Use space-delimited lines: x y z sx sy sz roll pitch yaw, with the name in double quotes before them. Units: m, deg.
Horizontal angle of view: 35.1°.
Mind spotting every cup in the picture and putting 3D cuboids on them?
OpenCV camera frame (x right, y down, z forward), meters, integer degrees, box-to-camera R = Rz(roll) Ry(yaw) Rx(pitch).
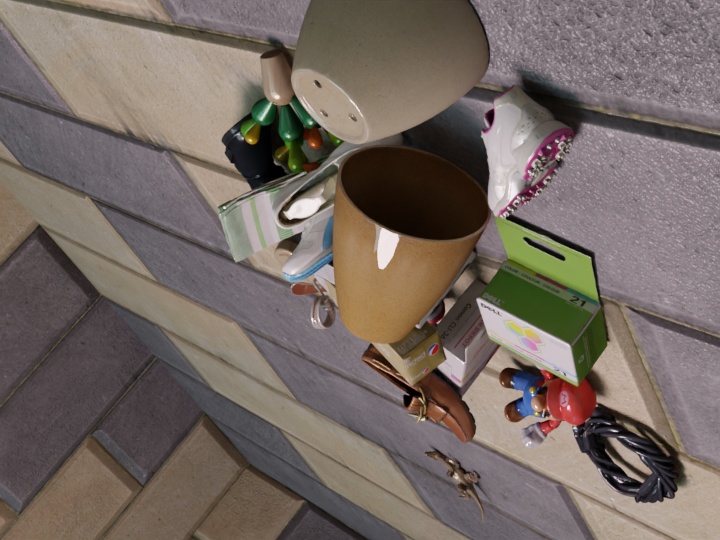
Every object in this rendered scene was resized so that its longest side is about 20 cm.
"cup" 0.011 -0.216 1.167 0.199 0.144 0.201 35 160 15

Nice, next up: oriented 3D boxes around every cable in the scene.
"cable" 0.399 0.279 1.682 0.162 0.051 0.201 17 148 39

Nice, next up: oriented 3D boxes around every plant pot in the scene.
"plant pot" 0.042 -0.015 1.371 0.185 0.186 0.201 32 130 21

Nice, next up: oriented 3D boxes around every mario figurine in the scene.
"mario figurine" 0.254 0.183 1.647 0.124 0.106 0.200 46 162 -12

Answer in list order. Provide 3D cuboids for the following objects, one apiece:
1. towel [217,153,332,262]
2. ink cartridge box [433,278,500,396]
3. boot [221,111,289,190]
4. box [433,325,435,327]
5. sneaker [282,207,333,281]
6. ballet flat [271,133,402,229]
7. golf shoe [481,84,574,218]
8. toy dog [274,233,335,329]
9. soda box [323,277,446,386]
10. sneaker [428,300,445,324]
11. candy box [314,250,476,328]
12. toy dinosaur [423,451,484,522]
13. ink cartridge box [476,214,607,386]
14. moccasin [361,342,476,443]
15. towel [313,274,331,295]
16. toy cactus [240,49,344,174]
"towel" -0.097 -0.087 1.595 0.024 0.198 0.153 61 171 26
"ink cartridge box" 0.153 0.093 1.620 0.067 0.117 0.201 35 159 16
"boot" -0.126 -0.139 1.666 0.169 0.076 0.200 51 168 1
"box" 0.085 0.118 1.904 0.199 0.051 0.158 40 161 1
"sneaker" -0.041 -0.070 1.504 0.081 0.200 0.077 41 168 1
"ballet flat" -0.030 -0.109 1.420 0.070 0.199 0.070 48 -157 -28
"golf shoe" 0.165 -0.125 1.210 0.092 0.075 0.200 52 161 13
"toy dog" -0.087 -0.012 1.849 0.096 0.132 0.202 5 124 41
"soda box" 0.033 0.065 1.568 0.200 0.064 0.068 46 165 40
"sneaker" 0.051 0.034 1.754 0.113 0.071 0.199 49 163 -32
"candy box" 0.038 -0.024 1.548 0.199 0.137 0.061 26 158 34
"toy dinosaur" 0.219 0.444 2.392 0.200 0.058 0.101 49 176 -1
"ink cartridge box" 0.221 0.038 1.428 0.147 0.076 0.201 28 159 32
"moccasin" 0.085 0.177 1.633 0.201 0.078 0.074 46 161 -11
"towel" 0.000 0.000 1.693 0.200 0.030 0.150 43 136 32
"toy cactus" -0.086 -0.208 1.488 0.199 0.102 0.167 22 135 48
